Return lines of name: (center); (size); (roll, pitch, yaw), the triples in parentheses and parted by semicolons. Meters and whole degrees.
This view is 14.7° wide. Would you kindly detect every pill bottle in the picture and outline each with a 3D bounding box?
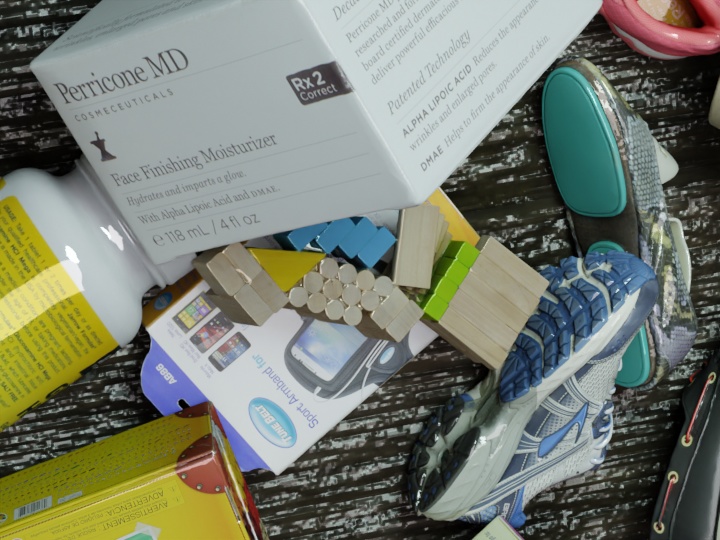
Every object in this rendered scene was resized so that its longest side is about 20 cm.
pill bottle: (-0.191, 0.018, 1.492); (0.200, 0.112, 0.112); (-34, 109, -3)

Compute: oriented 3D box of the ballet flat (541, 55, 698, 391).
ballet flat: (0.153, -0.033, 1.598); (0.072, 0.072, 0.200); (-16, 107, -10)

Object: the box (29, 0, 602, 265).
box: (-0.021, -0.121, 1.417); (0.200, 0.199, 0.131); (-47, 114, -40)

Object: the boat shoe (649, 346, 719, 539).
boat shoe: (0.215, 0.076, 1.627); (0.074, 0.063, 0.201); (19, 84, -57)

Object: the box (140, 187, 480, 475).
box: (-0.030, 0.020, 1.573); (0.200, 0.041, 0.119); (-40, 109, 1)

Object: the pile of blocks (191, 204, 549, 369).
pile of blocks: (0.000, 0.000, 1.527); (0.200, 0.062, 0.082); (11, 88, -24)

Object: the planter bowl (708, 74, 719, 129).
planter bowl: (0.274, -0.113, 1.549); (0.135, 0.200, 0.200); (21, 98, 10)

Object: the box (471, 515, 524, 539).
box: (0.074, 0.277, 1.607); (0.200, 0.097, 0.176); (-42, 124, 0)

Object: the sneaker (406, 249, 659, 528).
sneaker: (0.112, 0.071, 1.592); (0.085, 0.077, 0.200); (24, 120, -28)

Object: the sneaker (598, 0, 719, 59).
sneaker: (0.131, -0.185, 1.536); (0.200, 0.087, 0.074); (34, 92, -19)

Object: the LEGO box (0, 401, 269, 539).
LEGO box: (-0.147, 0.181, 1.543); (0.200, 0.077, 0.149); (-20, 110, 1)
